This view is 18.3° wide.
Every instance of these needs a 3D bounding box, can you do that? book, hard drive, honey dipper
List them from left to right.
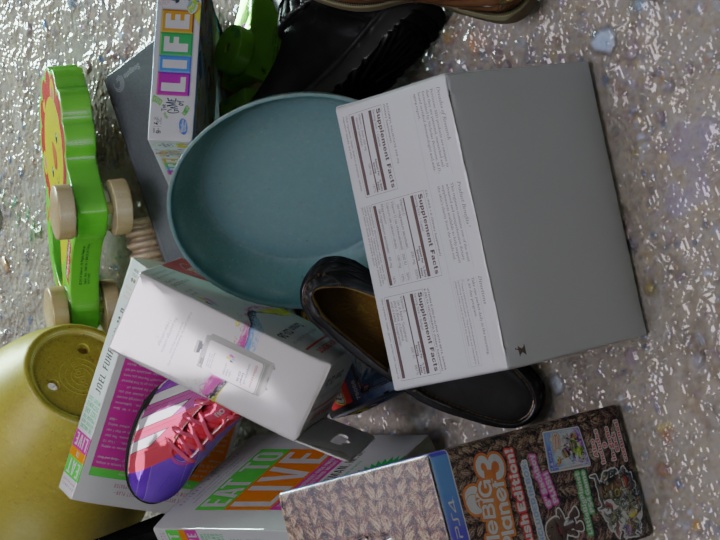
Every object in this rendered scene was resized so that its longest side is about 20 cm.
[{"bbox_3d":[-0.167,0.052,1.927,0.038,0.038,0.201,-12,91,47],"label":"honey dipper"},{"bbox_3d":[-0.155,0.097,1.819,0.048,0.133,0.201,32,106,50],"label":"book"},{"bbox_3d":[-0.138,-0.098,1.871,0.139,0.033,0.201,-30,75,45],"label":"hard drive"},{"bbox_3d":[-0.050,0.180,1.743,0.199,0.133,0.048,-7,112,45],"label":"book"}]

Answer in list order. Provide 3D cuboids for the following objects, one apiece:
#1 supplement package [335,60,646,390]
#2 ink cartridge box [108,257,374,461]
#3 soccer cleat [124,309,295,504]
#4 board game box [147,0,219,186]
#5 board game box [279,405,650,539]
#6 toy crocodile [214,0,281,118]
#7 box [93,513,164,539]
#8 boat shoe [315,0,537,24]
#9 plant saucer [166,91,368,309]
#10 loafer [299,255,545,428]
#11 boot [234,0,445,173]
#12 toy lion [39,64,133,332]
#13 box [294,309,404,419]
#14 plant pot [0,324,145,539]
[{"bbox_3d":[0.092,-0.033,1.551,0.111,0.155,0.201,-13,88,45],"label":"supplement package"},{"bbox_3d":[-0.075,0.066,1.679,0.199,0.116,0.068,26,100,7],"label":"ink cartridge box"},{"bbox_3d":[-0.118,0.103,1.775,0.200,0.068,0.073,-57,34,0],"label":"soccer cleat"},{"bbox_3d":[-0.134,-0.145,1.716,0.200,0.034,0.135,92,180,-81],"label":"board game box"},{"bbox_3d":[0.074,0.172,1.576,0.159,0.199,0.097,-20,83,46],"label":"board game box"},{"bbox_3d":[-0.086,-0.126,1.754,0.062,0.067,0.201,-21,60,48],"label":"toy crocodile"},{"bbox_3d":[-0.130,0.243,1.829,0.199,0.159,0.050,3,107,47],"label":"box"},{"bbox_3d":[0.029,-0.227,1.601,0.199,0.068,0.072,7,77,22],"label":"boat shoe"},{"bbox_3d":[-0.042,-0.058,1.639,0.036,0.199,0.200,-97,30,-50],"label":"plant saucer"},{"bbox_3d":[0.042,0.060,1.626,0.199,0.072,0.073,26,99,2],"label":"loafer"},{"bbox_3d":[-0.052,-0.179,1.694,0.211,0.079,0.158,-42,66,2],"label":"boot"},{"bbox_3d":[-0.252,-0.070,1.954,0.201,0.068,0.192,101,156,-45],"label":"toy lion"},{"bbox_3d":[0.000,0.000,1.739,0.137,0.040,0.201,-27,78,44],"label":"box"},{"bbox_3d":[-0.253,0.126,1.895,0.200,0.199,0.142,56,141,23],"label":"plant pot"}]
